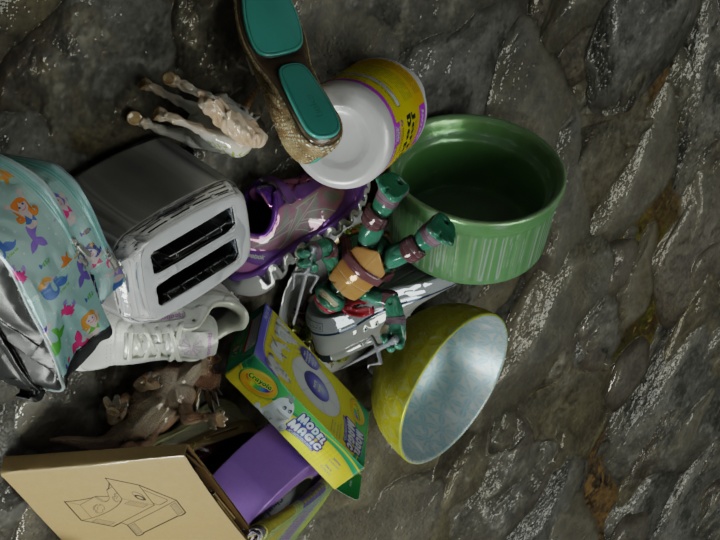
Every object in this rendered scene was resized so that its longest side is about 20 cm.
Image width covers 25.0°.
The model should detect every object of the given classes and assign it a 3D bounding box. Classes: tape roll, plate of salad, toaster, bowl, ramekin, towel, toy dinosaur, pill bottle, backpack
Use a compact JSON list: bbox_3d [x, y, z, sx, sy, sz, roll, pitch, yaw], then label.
[{"bbox_3d":[-0.121,0.250,1.744,0.200,0.066,0.200,-46,169,-12],"label":"tape roll"},{"bbox_3d":[-0.012,0.031,1.812,0.199,0.048,0.202,-30,134,-36],"label":"plate of salad"},{"bbox_3d":[-0.189,-0.038,1.488,0.199,0.129,0.115,-32,136,-34],"label":"toaster"},{"bbox_3d":[0.072,0.113,1.909,0.200,0.107,0.201,-37,145,-32],"label":"bowl"},{"bbox_3d":[0.121,-0.075,1.784,0.199,0.199,0.098,-29,141,-35],"label":"ramekin"},{"bbox_3d":[-0.100,0.288,1.731,0.144,0.023,0.200,-55,167,25],"label":"towel"},{"bbox_3d":[-0.208,0.139,1.632,0.199,0.136,0.086,-31,97,-4],"label":"toy dinosaur"},{"bbox_3d":[0.007,-0.154,1.623,0.200,0.103,0.105,-46,152,-66],"label":"pill bottle"},{"bbox_3d":[-0.301,-0.013,1.334,0.151,0.176,0.201,-56,139,-30],"label":"backpack"}]

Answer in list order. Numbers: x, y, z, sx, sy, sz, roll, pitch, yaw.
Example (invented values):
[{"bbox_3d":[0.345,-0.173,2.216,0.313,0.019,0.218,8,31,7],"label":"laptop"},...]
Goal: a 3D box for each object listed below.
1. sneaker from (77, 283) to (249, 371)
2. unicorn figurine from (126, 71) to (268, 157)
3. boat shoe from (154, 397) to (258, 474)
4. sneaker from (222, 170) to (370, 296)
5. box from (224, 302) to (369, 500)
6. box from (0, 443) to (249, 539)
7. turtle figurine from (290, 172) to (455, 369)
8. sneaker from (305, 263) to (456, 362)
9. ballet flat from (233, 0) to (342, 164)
[{"bbox_3d":[-0.195,0.052,1.565,0.199,0.099,0.076,-22,131,-38],"label":"sneaker"},{"bbox_3d":[-0.139,-0.139,1.496,0.136,0.200,0.074,20,104,-26],"label":"unicorn figurine"},{"bbox_3d":[-0.189,0.210,1.702,0.200,0.066,0.074,-40,139,-26],"label":"boat shoe"},{"bbox_3d":[-0.072,-0.066,1.658,0.200,0.080,0.089,-42,132,-22],"label":"sneaker"},{"bbox_3d":[-0.055,0.140,1.700,0.048,0.118,0.200,-35,109,18],"label":"box"},{"bbox_3d":[-0.227,0.223,1.578,0.164,0.198,0.021,62,29,-48],"label":"box"},{"bbox_3d":[0.000,0.000,1.643,0.149,0.101,0.200,30,121,-20],"label":"turtle figurine"},{"bbox_3d":[0.026,0.038,1.778,0.199,0.073,0.071,-22,128,-25],"label":"sneaker"},{"bbox_3d":[-0.077,-0.185,1.515,0.070,0.202,0.065,-8,155,-27],"label":"ballet flat"}]
